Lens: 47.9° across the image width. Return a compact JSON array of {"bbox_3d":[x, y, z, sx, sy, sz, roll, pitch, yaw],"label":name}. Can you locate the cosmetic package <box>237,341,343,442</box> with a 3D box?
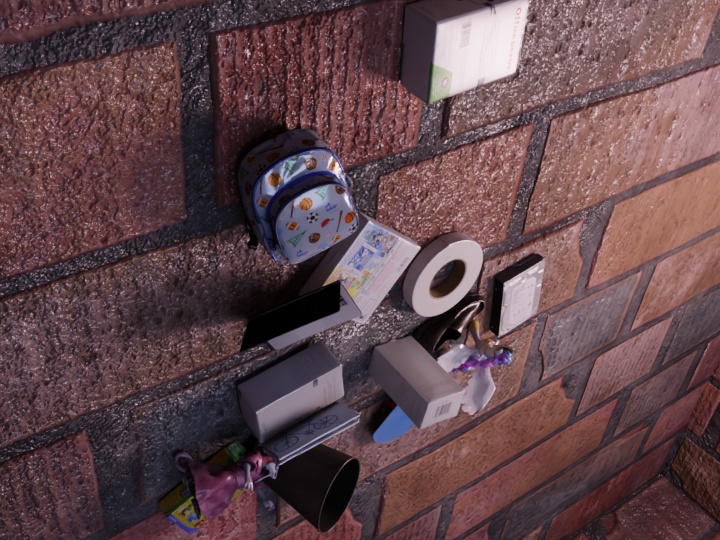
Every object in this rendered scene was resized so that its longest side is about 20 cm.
[{"bbox_3d":[-0.138,0.241,1.615,0.200,0.081,0.113,-29,142,-23],"label":"cosmetic package"}]

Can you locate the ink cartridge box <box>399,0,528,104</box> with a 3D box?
[{"bbox_3d":[0.172,-0.382,1.349,0.200,0.084,0.146,-24,138,-27],"label":"ink cartridge box"}]

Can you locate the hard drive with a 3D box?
[{"bbox_3d":[0.389,0.062,2.010,0.139,0.038,0.200,-28,139,-23],"label":"hard drive"}]

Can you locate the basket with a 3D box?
[{"bbox_3d":[-0.122,0.418,1.687,0.136,0.200,0.181,-21,132,-55],"label":"basket"}]

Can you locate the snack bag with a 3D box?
[{"bbox_3d":[-0.118,0.317,1.642,0.188,0.200,0.021,-27,105,-21],"label":"snack bag"}]

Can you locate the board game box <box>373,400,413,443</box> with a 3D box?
[{"bbox_3d":[0.103,0.341,1.991,0.200,0.039,0.158,-52,148,16],"label":"board game box"}]

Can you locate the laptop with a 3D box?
[{"bbox_3d":[-0.101,0.109,1.462,0.187,0.116,0.200,-22,144,8],"label":"laptop"}]

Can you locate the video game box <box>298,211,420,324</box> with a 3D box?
[{"bbox_3d":[0.000,0.000,1.568,0.200,0.047,0.182,-54,144,10],"label":"video game box"}]

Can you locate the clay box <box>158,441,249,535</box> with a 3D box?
[{"bbox_3d":[-0.307,0.452,1.686,0.200,0.048,0.115,-38,142,-9],"label":"clay box"}]

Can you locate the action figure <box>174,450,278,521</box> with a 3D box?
[{"bbox_3d":[-0.248,0.409,1.611,0.200,0.149,0.134,-24,140,-21],"label":"action figure"}]

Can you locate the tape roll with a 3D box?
[{"bbox_3d":[0.180,0.009,1.758,0.202,0.037,0.203,-25,138,-25],"label":"tape roll"}]

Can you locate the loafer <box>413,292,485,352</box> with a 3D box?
[{"bbox_3d":[0.218,0.128,1.875,0.200,0.071,0.073,-36,142,-14],"label":"loafer"}]

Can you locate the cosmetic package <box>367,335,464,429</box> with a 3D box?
[{"bbox_3d":[0.119,0.241,1.778,0.113,0.200,0.081,-12,131,-34],"label":"cosmetic package"}]

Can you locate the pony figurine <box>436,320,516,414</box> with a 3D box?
[{"bbox_3d":[0.261,0.210,1.891,0.193,0.200,0.167,-42,106,-5],"label":"pony figurine"}]

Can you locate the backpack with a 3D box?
[{"bbox_3d":[-0.101,-0.120,1.284,0.200,0.154,0.191,-33,131,-13],"label":"backpack"}]
